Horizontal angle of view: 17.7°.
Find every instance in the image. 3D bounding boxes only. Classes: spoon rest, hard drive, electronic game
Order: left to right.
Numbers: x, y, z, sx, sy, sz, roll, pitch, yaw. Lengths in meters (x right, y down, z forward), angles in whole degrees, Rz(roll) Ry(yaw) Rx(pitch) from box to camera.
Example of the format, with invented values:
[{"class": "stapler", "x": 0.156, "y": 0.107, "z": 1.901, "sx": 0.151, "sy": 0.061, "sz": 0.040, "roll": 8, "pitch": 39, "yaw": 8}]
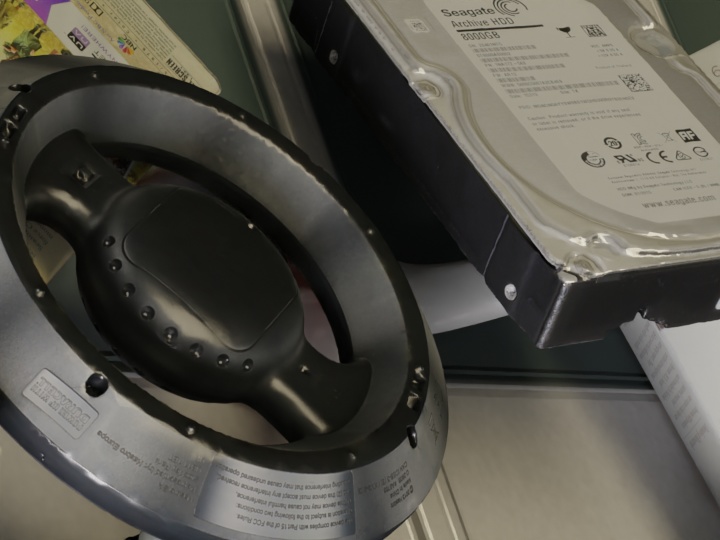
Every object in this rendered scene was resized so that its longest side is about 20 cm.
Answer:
[{"class": "electronic game", "x": -0.055, "y": 0.008, "z": 0.741, "sx": 0.199, "sy": 0.042, "sz": 0.201, "roll": 27, "pitch": 36, "yaw": -22}, {"class": "spoon rest", "x": 0.000, "y": 0.000, "z": 0.864, "sx": 0.199, "sy": 0.061, "sz": 0.100, "roll": -2, "pitch": 60, "yaw": -32}, {"class": "hard drive", "x": 0.077, "y": -0.057, "z": 0.884, "sx": 0.139, "sy": 0.038, "sz": 0.200, "roll": -7, "pitch": 44, "yaw": -31}]

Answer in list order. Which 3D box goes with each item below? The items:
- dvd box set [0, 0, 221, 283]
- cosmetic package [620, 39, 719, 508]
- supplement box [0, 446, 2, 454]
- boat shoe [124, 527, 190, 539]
[{"class": "dvd box set", "x": -0.141, "y": -0.064, "z": 0.773, "sx": 0.146, "sy": 0.029, "sz": 0.200, "roll": 46, "pitch": 37, "yaw": -10}, {"class": "cosmetic package", "x": 0.164, "y": 0.013, "z": 0.967, "sx": 0.201, "sy": 0.101, "sz": 0.074, "roll": 61, "pitch": -6, "yaw": 14}, {"class": "supplement box", "x": -0.203, "y": 0.049, "z": 0.580, "sx": 0.200, "sy": 0.073, "sz": 0.126, "roll": 37, "pitch": 40, "yaw": -20}, {"class": "boat shoe", "x": -0.001, "y": 0.139, "z": 0.736, "sx": 0.200, "sy": 0.060, "sz": 0.076, "roll": 35, "pitch": 26, "yaw": -18}]
